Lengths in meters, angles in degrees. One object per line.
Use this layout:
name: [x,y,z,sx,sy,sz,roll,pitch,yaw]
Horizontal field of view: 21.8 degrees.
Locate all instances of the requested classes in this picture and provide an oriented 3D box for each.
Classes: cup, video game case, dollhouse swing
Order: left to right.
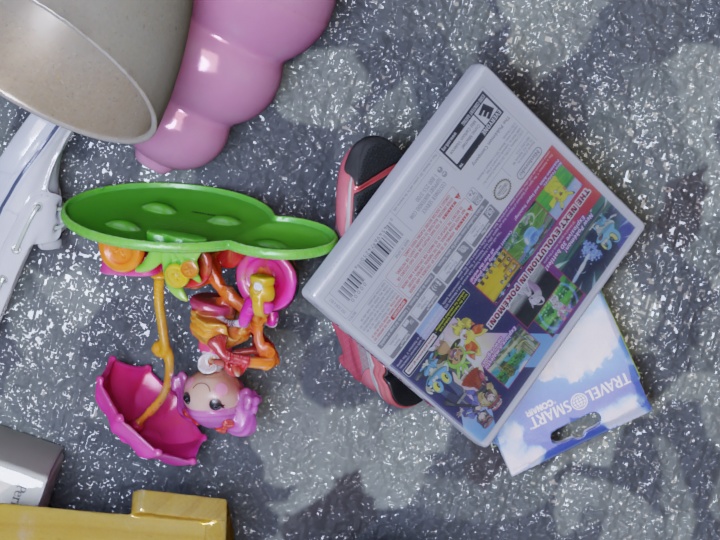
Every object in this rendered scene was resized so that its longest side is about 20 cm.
cup: [-0.185,-0.196,1.204,0.200,0.200,0.143,30,72,-5]
dollhouse swing: [-0.179,0.265,1.286,0.175,0.182,0.201,1,69,-1]
video game case: [0.082,-0.009,1.290,0.182,0.023,0.200,41,79,-26]

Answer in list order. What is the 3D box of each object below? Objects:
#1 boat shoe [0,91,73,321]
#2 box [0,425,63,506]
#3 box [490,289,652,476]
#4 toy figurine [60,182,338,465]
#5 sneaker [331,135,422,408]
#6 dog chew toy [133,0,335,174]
boat shoe: [-0.239,-0.039,1.336,0.067,0.074,0.200,32,106,-6]
box: [-0.328,0.162,1.328,0.199,0.109,0.128,19,94,-4]
box: [0.118,0.034,1.367,0.122,0.048,0.200,-25,96,0]
toy figurine: [-0.115,0.050,1.316,0.199,0.150,0.185,10,109,20]
sneaker: [0.000,0.000,1.325,0.074,0.087,0.201,-24,117,-37]
dog chew toy: [-0.101,-0.159,1.306,0.124,0.125,0.200,29,102,-5]
